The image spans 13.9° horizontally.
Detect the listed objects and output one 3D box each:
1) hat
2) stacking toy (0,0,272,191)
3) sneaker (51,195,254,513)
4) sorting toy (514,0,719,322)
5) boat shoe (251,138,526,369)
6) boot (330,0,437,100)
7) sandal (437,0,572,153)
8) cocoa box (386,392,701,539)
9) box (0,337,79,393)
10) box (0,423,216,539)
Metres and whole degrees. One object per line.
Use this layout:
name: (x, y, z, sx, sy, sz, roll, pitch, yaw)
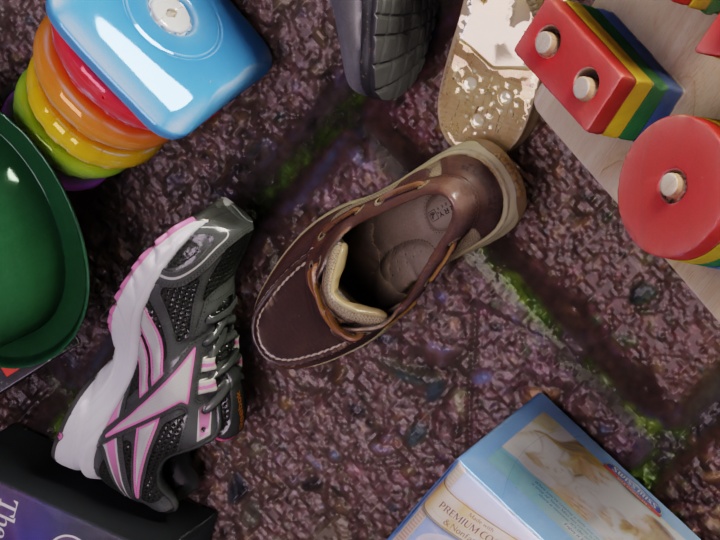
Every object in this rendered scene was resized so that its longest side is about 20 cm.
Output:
hat: (-0.256, 0.022, 1.569, 0.165, 0.176, 0.200, -11, 109, 40)
stacking toy: (-0.152, -0.084, 1.610, 0.110, 0.116, 0.200, 47, 131, 1)
sneaker: (-0.092, 0.050, 1.625, 0.086, 0.080, 0.200, 35, 128, 12)
sorting toy: (0.172, -0.104, 1.407, 0.200, 0.070, 0.199, -57, 48, 23)
boat shoe: (0.000, 0.000, 1.557, 0.200, 0.072, 0.072, -32, 90, 39)
boot: (-0.034, -0.186, 1.542, 0.131, 0.070, 0.200, -2, 92, 28)
sandal: (0.071, -0.153, 1.493, 0.077, 0.070, 0.212, 16, 110, 20)
cocoa box: (0.107, 0.187, 1.534, 0.200, 0.133, 0.131, 43, 116, 8)
box: (-0.277, 0.034, 1.722, 0.200, 0.038, 0.137, -32, 90, 28)
box: (-0.179, 0.211, 1.706, 0.141, 0.079, 0.200, 21, 112, 16)
